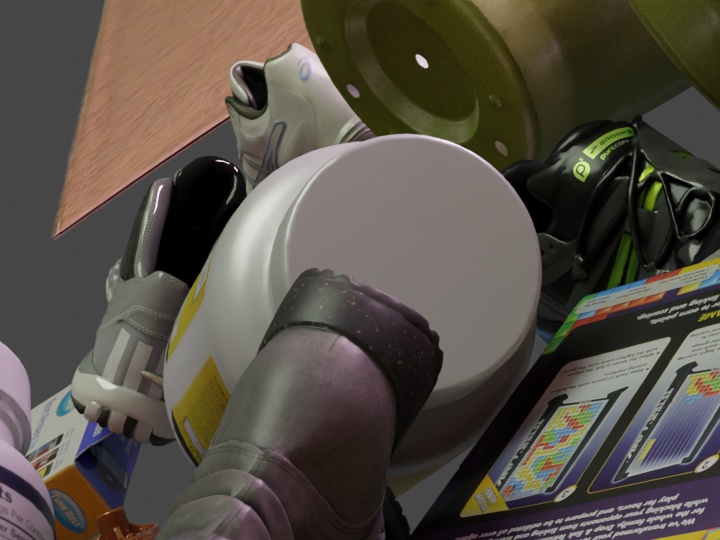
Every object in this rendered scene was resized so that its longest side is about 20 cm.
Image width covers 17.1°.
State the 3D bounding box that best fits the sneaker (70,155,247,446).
[{"bbox_3d":[-0.076,-0.007,1.122,0.200,0.075,0.116,-83,13,-67],"label":"sneaker"}]

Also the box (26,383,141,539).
[{"bbox_3d":[-0.176,0.117,1.141,0.199,0.042,0.119,-30,17,14],"label":"box"}]

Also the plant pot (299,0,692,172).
[{"bbox_3d":[0.081,-0.139,1.001,0.193,0.201,0.200,-42,17,-25],"label":"plant pot"}]

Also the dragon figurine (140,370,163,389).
[{"bbox_3d":[0.000,0.000,1.054,0.199,0.059,0.099,-35,16,5],"label":"dragon figurine"}]

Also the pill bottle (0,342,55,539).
[{"bbox_3d":[-0.161,0.121,0.820,0.115,0.116,0.201,-28,47,27],"label":"pill bottle"}]

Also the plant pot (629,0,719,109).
[{"bbox_3d":[0.191,-0.145,0.832,0.193,0.200,0.201,-40,13,27],"label":"plant pot"}]

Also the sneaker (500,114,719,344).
[{"bbox_3d":[0.100,-0.012,0.832,0.071,0.083,0.199,-43,17,-19],"label":"sneaker"}]

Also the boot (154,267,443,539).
[{"bbox_3d":[-0.038,0.101,0.701,0.132,0.069,0.201,-58,-17,-34],"label":"boot"}]

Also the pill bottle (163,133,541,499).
[{"bbox_3d":[-0.003,0.021,0.811,0.111,0.111,0.200,-41,-3,-17],"label":"pill bottle"}]

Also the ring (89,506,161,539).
[{"bbox_3d":[-0.178,0.134,0.984,0.199,0.019,0.200,-20,-2,-1],"label":"ring"}]

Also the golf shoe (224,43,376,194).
[{"bbox_3d":[-0.032,-0.069,1.224,0.078,0.097,0.200,-41,5,-19],"label":"golf shoe"}]

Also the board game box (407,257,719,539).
[{"bbox_3d":[0.109,0.057,0.671,0.199,0.057,0.166,-18,26,49],"label":"board game box"}]
